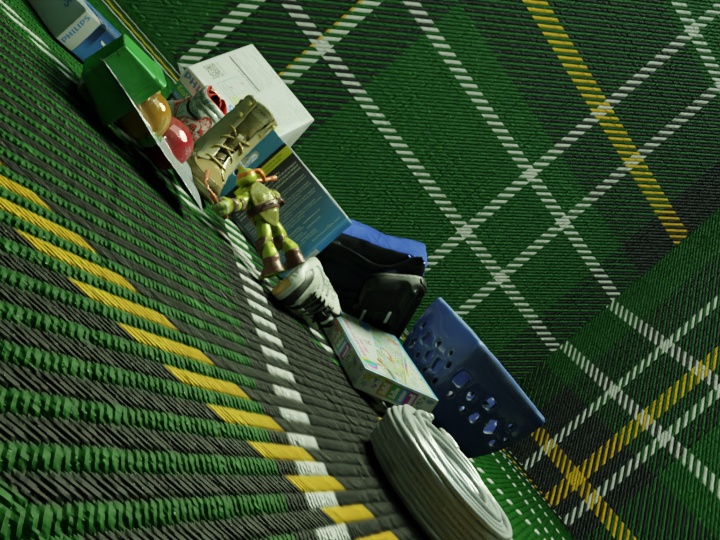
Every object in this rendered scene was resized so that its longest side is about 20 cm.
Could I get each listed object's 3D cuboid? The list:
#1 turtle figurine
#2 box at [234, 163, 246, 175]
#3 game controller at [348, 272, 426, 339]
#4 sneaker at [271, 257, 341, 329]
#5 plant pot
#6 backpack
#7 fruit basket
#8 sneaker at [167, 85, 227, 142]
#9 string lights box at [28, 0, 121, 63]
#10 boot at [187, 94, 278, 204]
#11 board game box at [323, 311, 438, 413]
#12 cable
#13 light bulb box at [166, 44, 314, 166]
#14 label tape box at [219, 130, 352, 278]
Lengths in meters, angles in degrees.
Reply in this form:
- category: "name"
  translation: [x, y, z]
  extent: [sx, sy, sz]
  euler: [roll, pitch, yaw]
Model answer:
- category: "turtle figurine"
  translation: [-0.129, -0.076, 1.113]
  extent: [0.163, 0.064, 0.200]
  euler: [66, 19, 0]
- category: "box"
  translation: [-0.171, -0.102, 1.422]
  extent: [0.070, 0.064, 0.200]
  euler: [51, 3, 41]
- category: "game controller"
  translation: [0.035, 0.068, 1.331]
  extent: [0.103, 0.201, 0.043]
  euler: [12, 51, -11]
- category: "sneaker"
  translation: [-0.063, 0.039, 1.146]
  extent: [0.088, 0.075, 0.200]
  euler: [54, 6, 7]
- category: "plant pot"
  translation: [0.149, 0.197, 1.335]
  extent: [0.200, 0.179, 0.200]
  euler: [49, 2, -24]
- category: "backpack"
  translation: [0.000, 0.000, 1.446]
  extent: [0.198, 0.164, 0.168]
  euler: [16, 17, -5]
- category: "fruit basket"
  translation: [-0.258, -0.175, 0.985]
  extent: [0.201, 0.093, 0.185]
  euler: [65, -5, -28]
- category: "sneaker"
  translation: [-0.285, -0.272, 1.399]
  extent: [0.067, 0.108, 0.202]
  euler: [47, 3, -32]
- category: "string lights box"
  translation: [-0.376, -0.327, 1.171]
  extent: [0.103, 0.059, 0.200]
  euler: [50, 2, 24]
- category: "boot"
  translation: [-0.190, -0.181, 1.188]
  extent: [0.073, 0.155, 0.200]
  euler: [48, 4, -21]
- category: "board game box"
  translation: [0.024, 0.135, 1.234]
  extent: [0.133, 0.034, 0.200]
  euler: [27, 13, -25]
- category: "cable"
  translation: [0.087, 0.239, 0.915]
  extent: [0.200, 0.069, 0.200]
  euler: [52, 4, 34]
- category: "light bulb box"
  translation: [-0.231, -0.297, 1.546]
  extent: [0.199, 0.125, 0.200]
  euler: [50, 40, 1]
- category: "label tape box"
  translation: [-0.130, -0.107, 1.305]
  extent: [0.201, 0.143, 0.066]
  euler: [50, 3, 10]
